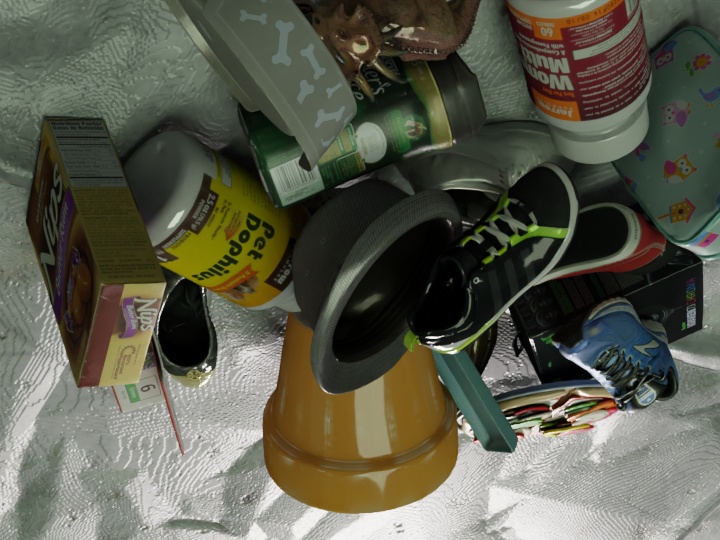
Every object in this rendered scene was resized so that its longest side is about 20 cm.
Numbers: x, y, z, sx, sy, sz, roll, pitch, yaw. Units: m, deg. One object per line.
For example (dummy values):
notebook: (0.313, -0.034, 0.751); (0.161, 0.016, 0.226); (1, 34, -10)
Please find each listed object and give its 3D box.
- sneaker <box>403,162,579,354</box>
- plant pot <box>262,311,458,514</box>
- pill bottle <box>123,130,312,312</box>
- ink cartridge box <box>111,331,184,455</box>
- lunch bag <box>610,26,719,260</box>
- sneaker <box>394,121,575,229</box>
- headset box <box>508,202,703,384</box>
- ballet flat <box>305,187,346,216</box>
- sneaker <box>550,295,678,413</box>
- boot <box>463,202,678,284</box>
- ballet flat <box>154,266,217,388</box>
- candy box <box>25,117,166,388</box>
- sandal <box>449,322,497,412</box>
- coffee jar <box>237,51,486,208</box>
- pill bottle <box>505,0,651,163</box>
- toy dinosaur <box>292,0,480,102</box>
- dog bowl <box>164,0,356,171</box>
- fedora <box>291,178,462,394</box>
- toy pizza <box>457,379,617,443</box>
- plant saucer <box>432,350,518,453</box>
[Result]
sneaker: (0.110, -0.006, 1.135); (0.200, 0.072, 0.083); (-55, 152, 10)
plant pot: (-0.002, 0.108, 1.332); (0.200, 0.200, 0.184); (-10, 121, -14)
pill bottle: (-0.115, -0.034, 1.180); (0.109, 0.109, 0.200); (-41, 135, 20)
ink cartridge box: (-0.205, 0.062, 1.172); (0.050, 0.200, 0.109); (-15, 138, -9)
lunch bag: (0.315, -0.117, 1.213); (0.077, 0.200, 0.160); (24, 119, -42)
sneaker: (0.128, -0.081, 1.235); (0.200, 0.116, 0.074); (0, 132, -25)
headset box: (0.246, 0.032, 1.394); (0.200, 0.093, 0.174); (-24, 151, 1)
ballet flat: (0.038, -0.028, 1.287); (0.200, 0.064, 0.076); (16, 128, -34)
sneaker: (0.261, 0.086, 1.306); (0.079, 0.089, 0.200); (-40, 147, 25)
boot: (0.194, -0.015, 1.275); (0.200, 0.073, 0.144); (-9, 170, 32)
ballet flat: (-0.173, 0.051, 1.282); (0.066, 0.057, 0.200); (-14, 137, -9)
candy box: (-0.219, -0.017, 1.084); (0.056, 0.200, 0.117); (-2, 134, -27)
sandal: (0.110, 0.064, 1.416); (0.080, 0.054, 0.200); (-38, 143, -54)
coffee jar: (0.002, -0.131, 1.134); (0.200, 0.104, 0.085); (-21, 124, -3)
pill bottle: (0.192, -0.191, 1.152); (0.109, 0.110, 0.200); (-23, 138, 1)
toy dinosaur: (0.029, -0.194, 1.058); (0.200, 0.136, 0.086); (-6, 136, -18)
dog bowl: (-0.078, -0.169, 1.001); (0.059, 0.200, 0.200); (-39, 138, -5)
fedora: (0.000, 0.000, 1.154); (0.177, 0.090, 0.200); (-21, 141, -46)
toy pizza: (0.200, 0.161, 1.457); (0.200, 0.032, 0.200); (-7, 161, -3)
plant saucer: (0.096, 0.098, 1.361); (0.019, 0.200, 0.070); (-33, -174, -19)
